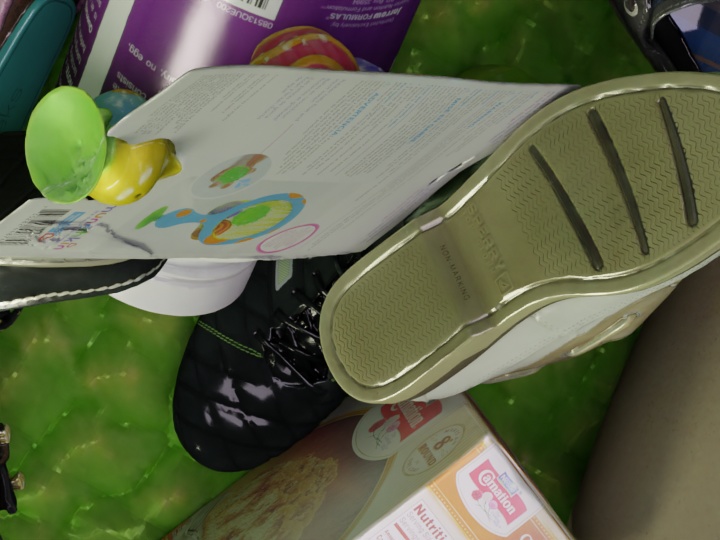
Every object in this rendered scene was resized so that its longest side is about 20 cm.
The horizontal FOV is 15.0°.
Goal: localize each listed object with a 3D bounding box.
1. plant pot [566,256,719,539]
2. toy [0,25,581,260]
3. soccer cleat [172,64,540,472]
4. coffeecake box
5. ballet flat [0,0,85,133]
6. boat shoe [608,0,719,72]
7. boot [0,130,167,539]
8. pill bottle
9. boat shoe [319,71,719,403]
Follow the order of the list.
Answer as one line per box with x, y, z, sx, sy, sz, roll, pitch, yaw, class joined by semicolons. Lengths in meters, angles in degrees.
0.181;0.041;1.045;0.187;0.187;0.200;12;83;-9;plant pot
-0.031;-0.048;0.895;0.115;0.200;0.047;-35;73;34;toy
0.000;0.000;1.048;0.068;0.081;0.200;41;94;-13;soccer cleat
-0.023;0.128;1.033;0.200;0.154;0.073;-37;103;0;coffeecake box
-0.124;-0.121;1.020;0.071;0.069;0.200;37;98;19;ballet flat
0.117;-0.096;0.946;0.070;0.066;0.200;-25;104;26;boat shoe
-0.141;0.032;0.998;0.203;0.073;0.154;-1;122;28;boot
-0.045;-0.083;0.987;0.112;0.112;0.200;17;126;-10;pill bottle
0.077;-0.013;0.958;0.200;0.068;0.075;-27;73;35;boat shoe
